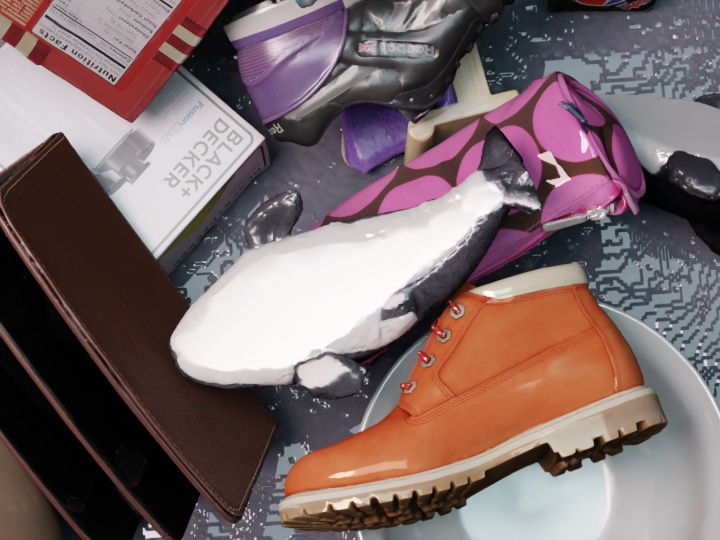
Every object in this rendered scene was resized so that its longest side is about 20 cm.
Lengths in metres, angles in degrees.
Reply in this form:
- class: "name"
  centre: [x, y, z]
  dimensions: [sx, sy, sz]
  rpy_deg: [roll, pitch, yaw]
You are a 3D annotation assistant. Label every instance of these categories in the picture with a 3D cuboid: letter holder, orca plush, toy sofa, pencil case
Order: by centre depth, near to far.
- class: "orca plush"
  centre: [0.000, 0.000, 1.070]
  dimensions: [0.200, 0.071, 0.105]
  rpy_deg: [-43, 75, 4]
- class: "letter holder"
  centre: [-0.146, 0.051, 1.072]
  dimensions: [0.100, 0.142, 0.200]
  rpy_deg: [-33, 101, 13]
- class: "pencil case"
  centre: [0.052, -0.022, 1.124]
  dimensions: [0.200, 0.091, 0.094]
  rpy_deg: [-33, 58, 19]
- class: "orca plush"
  centre: [0.218, -0.044, 1.181]
  dimensions: [0.199, 0.071, 0.105]
  rpy_deg: [5, 35, -5]
- class: "toy sofa"
  centre: [0.016, -0.159, 1.184]
  dimensions: [0.097, 0.083, 0.201]
  rpy_deg: [-14, 80, -5]

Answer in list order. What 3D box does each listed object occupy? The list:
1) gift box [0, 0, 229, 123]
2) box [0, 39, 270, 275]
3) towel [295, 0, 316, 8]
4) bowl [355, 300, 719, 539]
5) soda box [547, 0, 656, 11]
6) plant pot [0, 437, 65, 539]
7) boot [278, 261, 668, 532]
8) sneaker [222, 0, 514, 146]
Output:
- class: "gift box"
  centre: [-0.107, -0.221, 1.092]
  dimensions: [0.184, 0.200, 0.187]
  rpy_deg: [36, 48, -16]
- class: "box"
  centre: [-0.160, -0.090, 1.179]
  dimensions: [0.200, 0.060, 0.117]
  rpy_deg: [42, 82, 6]
- class: "towel"
  centre: [-0.036, -0.241, 1.033]
  dimensions: [0.147, 0.022, 0.201]
  rpy_deg: [-38, 106, -46]
- class: "bowl"
  centre: [0.094, 0.117, 1.129]
  dimensions: [0.200, 0.090, 0.202]
  rpy_deg: [0, 80, -1]
- class: "soda box"
  centre: [0.138, -0.253, 1.208]
  dimensions: [0.063, 0.071, 0.201]
  rpy_deg: [0, 80, -2]
- class: "plant pot"
  centre: [-0.220, 0.175, 1.081]
  dimensions: [0.199, 0.200, 0.175]
  rpy_deg: [-6, 61, -2]
- class: "boot"
  centre: [0.043, 0.065, 1.061]
  dimensions: [0.199, 0.075, 0.108]
  rpy_deg: [-19, 77, -12]
- class: "sneaker"
  centre: [0.035, -0.127, 1.111]
  dimensions: [0.199, 0.076, 0.088]
  rpy_deg: [-21, 97, 1]
